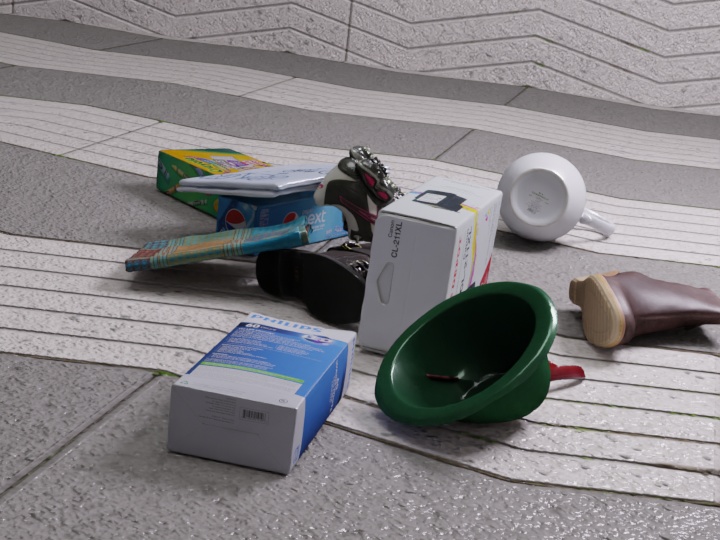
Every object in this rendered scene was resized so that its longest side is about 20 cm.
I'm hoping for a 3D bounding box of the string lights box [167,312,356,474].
[{"bbox_3d":[-0.077,0.096,1.096,0.103,0.059,0.200,10,16,11],"label":"string lights box"}]

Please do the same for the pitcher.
[{"bbox_3d":[0.277,-0.092,1.826,0.171,0.121,0.200,25,8,8],"label":"pitcher"}]

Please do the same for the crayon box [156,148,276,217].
[{"bbox_3d":[-0.183,-0.120,1.812,0.119,0.058,0.200,-6,20,-38],"label":"crayon box"}]

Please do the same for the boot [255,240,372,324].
[{"bbox_3d":[0.000,0.000,1.447,0.174,0.069,0.200,-7,19,-39],"label":"boot"}]

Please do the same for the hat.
[{"bbox_3d":[0.136,0.122,1.170,0.200,0.176,0.166,-37,31,-9],"label":"hat"}]

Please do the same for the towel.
[{"bbox_3d":[-0.154,-0.031,1.463,0.200,0.022,0.147,-9,8,0],"label":"towel"}]

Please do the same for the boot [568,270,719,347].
[{"bbox_3d":[0.324,0.040,1.427,0.166,0.072,0.200,4,12,-2],"label":"boot"}]

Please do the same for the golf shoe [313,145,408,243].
[{"bbox_3d":[0.026,-0.063,1.578,0.200,0.088,0.077,47,10,-32],"label":"golf shoe"}]

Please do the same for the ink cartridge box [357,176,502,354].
[{"bbox_3d":[0.075,-0.004,1.350,0.083,0.146,0.200,13,18,15],"label":"ink cartridge box"}]

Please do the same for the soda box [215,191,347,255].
[{"bbox_3d":[-0.092,-0.070,1.665,0.068,0.064,0.200,18,19,34],"label":"soda box"}]

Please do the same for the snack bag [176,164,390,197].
[{"bbox_3d":[-0.095,-0.112,1.622,0.188,0.021,0.200,5,13,43],"label":"snack bag"}]
